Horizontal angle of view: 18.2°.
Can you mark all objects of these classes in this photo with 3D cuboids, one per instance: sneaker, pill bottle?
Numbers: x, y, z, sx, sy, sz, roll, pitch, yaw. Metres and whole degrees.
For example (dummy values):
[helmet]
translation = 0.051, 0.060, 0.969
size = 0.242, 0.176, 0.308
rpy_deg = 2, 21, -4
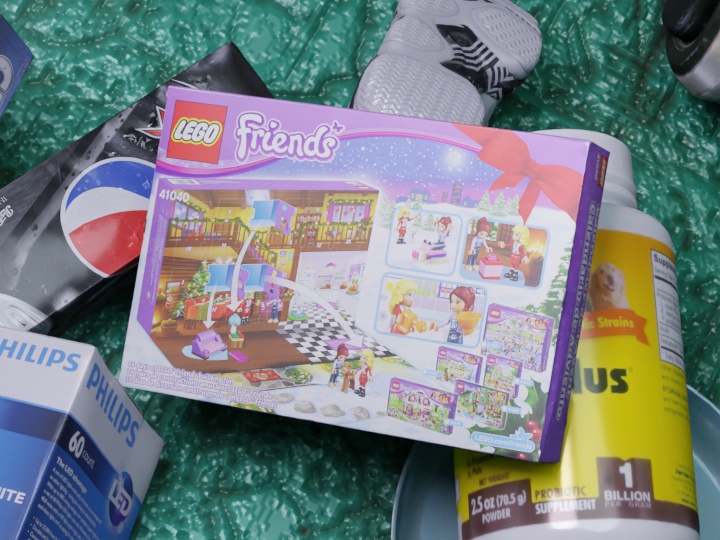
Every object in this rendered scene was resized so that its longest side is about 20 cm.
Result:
[sneaker]
translation = 0.023, -0.071, 1.112
size = 0.075, 0.115, 0.200
rpy_deg = 32, 32, 0
[pill bottle]
translation = 0.094, 0.042, 1.033
size = 0.109, 0.109, 0.201
rpy_deg = 1, 71, -13

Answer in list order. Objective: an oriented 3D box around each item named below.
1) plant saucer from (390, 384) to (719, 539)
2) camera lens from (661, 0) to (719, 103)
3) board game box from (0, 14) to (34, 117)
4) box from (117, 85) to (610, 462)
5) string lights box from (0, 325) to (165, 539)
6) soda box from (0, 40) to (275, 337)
[plant saucer]
translation = 0.109, 0.137, 1.076
size = 0.199, 0.027, 0.201
rpy_deg = 5, 69, -12
[camera lens]
translation = 0.265, -0.143, 1.147
size = 0.199, 0.160, 0.161
rpy_deg = 17, 67, -7
[board game box]
translation = -0.248, -0.032, 1.011
size = 0.135, 0.035, 0.201
rpy_deg = 9, 62, 33
[box]
translation = 0.000, 0.000, 0.981
size = 0.199, 0.039, 0.138
rpy_deg = 9, 88, 20
[string lights box]
translation = -0.156, 0.137, 0.966
size = 0.059, 0.103, 0.201
rpy_deg = 10, 64, 20
[soda box]
translation = -0.124, -0.023, 1.057
size = 0.200, 0.071, 0.063
rpy_deg = -36, 85, -22
